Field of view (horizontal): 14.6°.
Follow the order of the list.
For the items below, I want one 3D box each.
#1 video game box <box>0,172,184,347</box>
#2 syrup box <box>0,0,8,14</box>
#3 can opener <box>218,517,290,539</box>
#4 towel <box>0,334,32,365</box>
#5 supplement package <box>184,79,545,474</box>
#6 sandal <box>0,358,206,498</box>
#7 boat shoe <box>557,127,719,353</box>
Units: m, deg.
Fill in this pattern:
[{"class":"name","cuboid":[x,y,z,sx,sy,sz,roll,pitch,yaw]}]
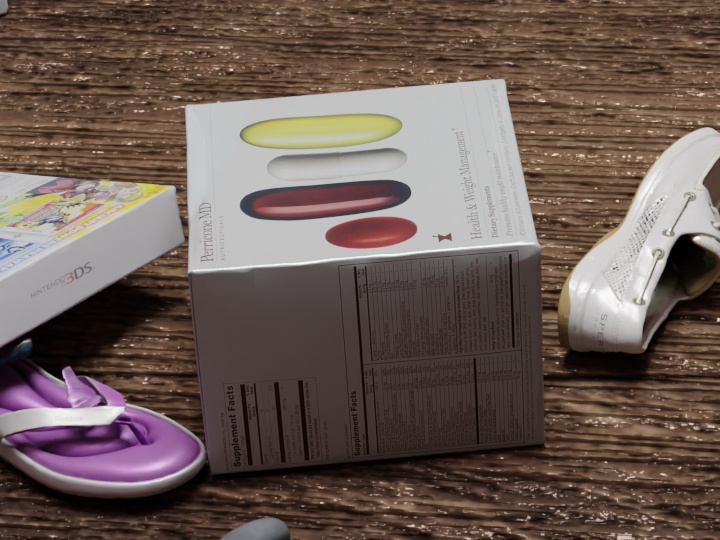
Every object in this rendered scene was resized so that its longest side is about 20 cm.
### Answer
[{"class":"video game box","cuboid":[-0.240,-0.005,1.753,0.182,0.047,0.200,3,24,41]},{"class":"syrup box","cuboid":[-0.372,-0.223,2.116,0.199,0.079,0.082,-15,35,-14]},{"class":"can opener","cuboid":[-0.107,0.202,1.468,0.052,0.067,0.200,17,45,28]},{"class":"towel","cuboid":[-0.311,0.065,1.701,0.199,0.022,0.147,-20,21,-21]},{"class":"supplement package","cuboid":[0.000,0.000,1.673,0.199,0.148,0.192,-5,34,-2]},{"class":"sandal","cuboid":[-0.181,0.082,1.661,0.202,0.050,0.082,18,40,33]},{"class":"boat shoe","cuboid":[0.195,-0.012,1.739,0.069,0.071,0.200,17,48,27]}]
